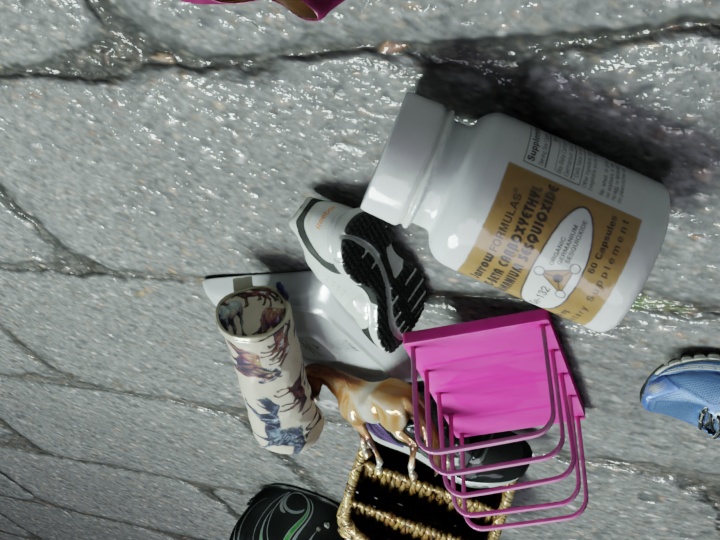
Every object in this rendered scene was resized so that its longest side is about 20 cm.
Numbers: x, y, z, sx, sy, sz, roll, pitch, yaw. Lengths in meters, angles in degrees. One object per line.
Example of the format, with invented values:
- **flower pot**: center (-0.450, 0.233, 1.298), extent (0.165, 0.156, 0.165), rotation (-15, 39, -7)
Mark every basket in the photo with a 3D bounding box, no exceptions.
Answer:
- **basket**: center (0.074, 0.296, 1.523), extent (0.197, 0.144, 0.149), rotation (21, 155, 2)

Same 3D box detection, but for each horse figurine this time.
- **horse figurine**: center (0.024, 0.156, 1.297), extent (0.199, 0.050, 0.134), rotation (3, 119, 52)

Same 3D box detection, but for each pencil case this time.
- **pencil case**: center (-0.090, 0.102, 1.265), extent (0.077, 0.090, 0.202), rotation (-7, 134, 6)

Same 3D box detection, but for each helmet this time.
- **helmet**: center (-0.109, 0.447, 1.898), extent (0.197, 0.193, 0.201), rotation (18, 154, 9)

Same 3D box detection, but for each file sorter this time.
- **file sorter**: center (0.134, 0.150, 1.174), extent (0.137, 0.127, 0.201), rotation (-11, 144, 15)

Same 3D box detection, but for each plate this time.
- **plate**: center (-0.048, 0.070, 1.317), extent (0.198, 0.033, 0.200), rotation (-4, 143, 42)

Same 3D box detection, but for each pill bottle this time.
- **pill bottle**: center (0.106, -0.046, 0.877), extent (0.198, 0.116, 0.115), rotation (23, 154, -2)

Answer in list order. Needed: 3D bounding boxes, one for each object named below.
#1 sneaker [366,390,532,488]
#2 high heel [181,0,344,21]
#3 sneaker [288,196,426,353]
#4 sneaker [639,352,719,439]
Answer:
- **sneaker**: center (0.090, 0.178, 1.355), extent (0.197, 0.077, 0.088), rotation (16, 157, 14)
- **high heel**: center (-0.075, -0.182, 0.780), extent (0.067, 0.097, 0.199), rotation (38, 150, -31)
- **sneaker**: center (0.000, 0.000, 1.121), extent (0.079, 0.074, 0.201), rotation (24, 155, 34)
- **sneaker**: center (0.337, 0.134, 1.066), extent (0.197, 0.090, 0.079), rotation (13, 152, 19)
